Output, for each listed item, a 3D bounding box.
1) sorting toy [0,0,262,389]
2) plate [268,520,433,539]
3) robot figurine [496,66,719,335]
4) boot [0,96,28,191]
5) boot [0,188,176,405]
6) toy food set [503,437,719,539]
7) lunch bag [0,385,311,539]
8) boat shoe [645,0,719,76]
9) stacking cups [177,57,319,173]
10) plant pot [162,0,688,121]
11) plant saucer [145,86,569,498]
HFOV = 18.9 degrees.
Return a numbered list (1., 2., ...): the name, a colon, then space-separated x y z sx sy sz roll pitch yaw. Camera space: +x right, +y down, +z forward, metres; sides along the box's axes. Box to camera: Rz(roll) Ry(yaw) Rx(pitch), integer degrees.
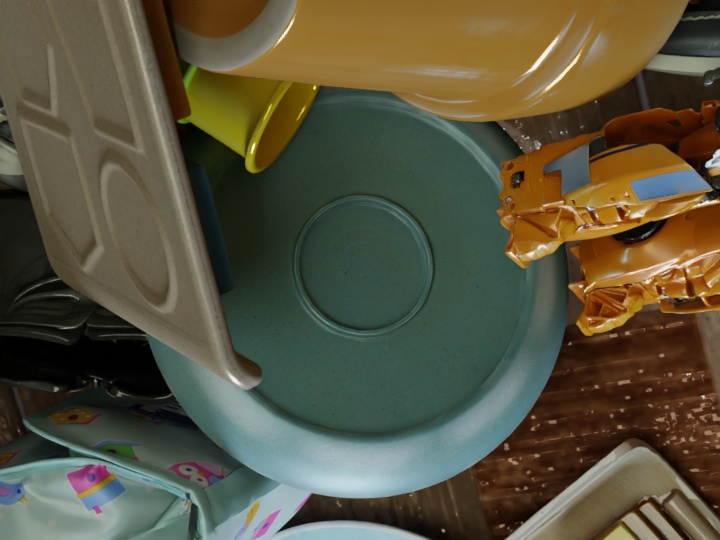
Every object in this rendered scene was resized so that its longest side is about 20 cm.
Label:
1. sorting toy: -0.107 -0.061 0.886 0.185 0.036 0.202 24 136 58
2. plate: 0.009 0.217 1.110 0.198 0.026 0.202 6 109 18
3. robot figurine: 0.168 -0.029 0.924 0.198 0.059 0.145 -13 146 30
4. boot: -0.187 -0.152 1.036 0.203 0.073 0.154 38 107 12
5. boot: -0.156 0.014 1.041 0.198 0.131 0.068 4 110 19
6. toy food set: 0.138 0.195 1.021 0.143 0.060 0.200 -42 94 16
7. lunch bag: -0.117 0.117 1.039 0.199 0.170 0.123 -25 89 25
8. boat shoe: 0.197 -0.115 0.912 0.198 0.072 0.068 -3 100 16
9. stacking cups: -0.114 -0.118 0.949 0.199 0.060 0.061 31 115 8
10. plant pot: 0.007 -0.152 0.860 0.199 0.182 0.202 16 112 46
11. plant saucer: 0.000 0.000 0.972 0.198 0.027 0.202 2 78 -9
